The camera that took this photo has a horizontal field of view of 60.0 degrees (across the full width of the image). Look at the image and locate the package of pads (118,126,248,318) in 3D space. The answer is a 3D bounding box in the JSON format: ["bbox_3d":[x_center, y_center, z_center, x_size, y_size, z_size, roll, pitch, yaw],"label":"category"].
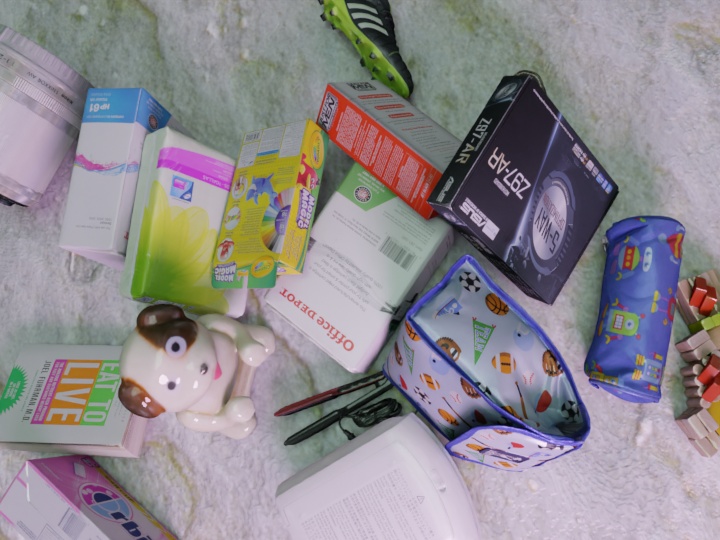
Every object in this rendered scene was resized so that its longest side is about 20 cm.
[{"bbox_3d":[-0.202,-0.050,0.771,0.067,0.153,0.207,-4,74,41],"label":"package of pads"}]

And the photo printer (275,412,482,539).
[{"bbox_3d":[0.023,0.264,0.678,0.198,0.069,0.169,-34,80,15],"label":"photo printer"}]

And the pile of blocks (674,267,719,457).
[{"bbox_3d":[0.381,0.094,0.665,0.079,0.062,0.207,0,79,12],"label":"pile of blocks"}]

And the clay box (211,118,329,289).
[{"bbox_3d":[-0.108,-0.071,0.743,0.112,0.047,0.206,-2,71,37],"label":"clay box"}]

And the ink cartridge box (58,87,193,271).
[{"bbox_3d":[-0.295,-0.107,0.804,0.082,0.145,0.207,3,78,12],"label":"ink cartridge box"}]

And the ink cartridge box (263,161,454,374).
[{"bbox_3d":[0.000,0.000,0.751,0.145,0.084,0.202,35,87,16],"label":"ink cartridge box"}]

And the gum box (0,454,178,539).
[{"bbox_3d":[-0.310,0.307,0.735,0.198,0.114,0.067,34,86,17],"label":"gum box"}]

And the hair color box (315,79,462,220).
[{"bbox_3d":[0.048,-0.151,0.746,0.200,0.100,0.062,44,129,25],"label":"hair color box"}]

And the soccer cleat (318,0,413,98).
[{"bbox_3d":[0.020,-0.316,0.827,0.080,0.068,0.202,-32,73,-10],"label":"soccer cleat"}]

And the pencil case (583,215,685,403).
[{"bbox_3d":[0.298,0.039,0.685,0.085,0.078,0.206,6,79,33],"label":"pencil case"}]

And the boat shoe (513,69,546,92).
[{"bbox_3d":[0.190,-0.152,0.753,0.068,0.070,0.206,7,79,14],"label":"boat shoe"}]

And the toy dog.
[{"bbox_3d":[-0.193,0.101,0.702,0.189,0.200,0.143,22,80,7],"label":"toy dog"}]

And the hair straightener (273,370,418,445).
[{"bbox_3d":[-0.003,0.171,0.746,0.195,0.041,0.079,-21,75,2],"label":"hair straightener"}]

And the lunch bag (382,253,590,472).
[{"bbox_3d":[0.126,0.119,0.647,0.123,0.171,0.200,-41,76,-22],"label":"lunch bag"}]

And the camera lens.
[{"bbox_3d":[-0.478,-0.204,0.855,0.157,0.160,0.204,27,84,16],"label":"camera lens"}]

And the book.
[{"bbox_3d":[-0.365,0.163,0.803,0.193,0.049,0.137,-1,57,11],"label":"book"}]

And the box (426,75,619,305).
[{"bbox_3d":[0.184,-0.083,0.686,0.162,0.199,0.043,-56,31,-5],"label":"box"}]
